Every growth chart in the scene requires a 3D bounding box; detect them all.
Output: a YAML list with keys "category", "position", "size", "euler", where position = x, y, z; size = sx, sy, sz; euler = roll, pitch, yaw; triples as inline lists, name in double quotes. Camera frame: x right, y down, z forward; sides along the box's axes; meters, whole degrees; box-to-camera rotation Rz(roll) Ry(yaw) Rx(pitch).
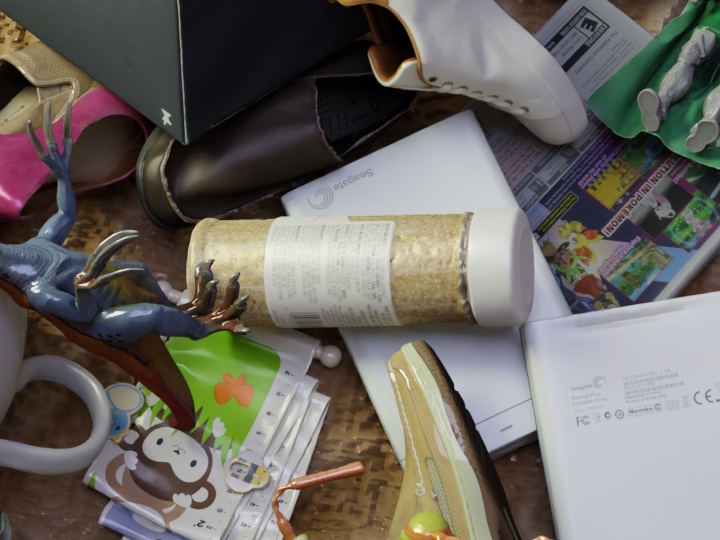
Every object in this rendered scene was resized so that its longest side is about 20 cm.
- category: "growth chart"
  position: [-0.092, 0.108, 1.330]
  size: [0.143, 0.018, 0.201]
  euler: [13, 65, 5]

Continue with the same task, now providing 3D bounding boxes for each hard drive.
- category: "hard drive"
  position: [0.050, 0.017, 1.353]
  size: [0.131, 0.027, 0.201]
  euler: [-24, 72, -2]
- category: "hard drive"
  position: [0.173, 0.120, 1.298]
  size: [0.131, 0.025, 0.202]
  euler: [-9, 82, -6]

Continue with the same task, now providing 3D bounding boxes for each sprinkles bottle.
- category: "sprinkles bottle"
  position: [0.000, 0.000, 1.309]
  size: [0.198, 0.068, 0.069]
  euler: [-1, 65, 15]

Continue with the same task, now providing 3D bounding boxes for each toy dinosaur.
- category: "toy dinosaur"
  position: [-0.155, 0.019, 1.218]
  size: [0.180, 0.202, 0.105]
  euler: [0, 23, -23]

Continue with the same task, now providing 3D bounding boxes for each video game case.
- category: "video game case"
  position: [0.148, -0.061, 1.410]
  size: [0.182, 0.023, 0.200]
  euler: [39, 69, 15]

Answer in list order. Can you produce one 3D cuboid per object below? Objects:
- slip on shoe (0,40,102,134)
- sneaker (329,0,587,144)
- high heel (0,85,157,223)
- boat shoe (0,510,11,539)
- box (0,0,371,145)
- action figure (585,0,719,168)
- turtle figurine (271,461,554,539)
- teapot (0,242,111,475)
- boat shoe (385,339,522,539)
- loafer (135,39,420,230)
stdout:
- category: "slip on shoe"
  position: [-0.198, -0.114, 1.391]
  size: [0.200, 0.061, 0.076]
  euler: [-46, 49, -15]
- category: "sneaker"
  position: [0.054, -0.127, 1.350]
  size: [0.200, 0.073, 0.085]
  euler: [42, 80, -29]
- category: "high heel"
  position: [-0.159, -0.063, 1.328]
  size: [0.096, 0.068, 0.199]
  euler: [34, 23, 35]
- category: "boat shoe"
  position: [-0.216, 0.168, 1.265]
  size: [0.199, 0.072, 0.071]
  euler: [25, 87, -2]
- category: "box"
  position: [-0.099, -0.209, 1.366]
  size: [0.198, 0.124, 0.199]
  euler: [-35, 54, -30]
- category: "action figure"
  position: [0.237, -0.150, 1.421]
  size: [0.117, 0.055, 0.200]
  euler: [27, 51, 10]
- category: "turtle figurine"
  position: [0.036, 0.200, 1.221]
  size: [0.198, 0.064, 0.163]
  euler: [11, 100, 9]
- category: "teapot"
  position: [-0.260, 0.028, 1.290]
  size: [0.196, 0.202, 0.146]
  euler: [-4, 18, 35]
- category: "boat shoe"
  position: [0.046, 0.142, 1.274]
  size: [0.076, 0.072, 0.201]
  euler: [-23, 83, 9]
- category: "loafer"
  position: [-0.047, -0.088, 1.366]
  size: [0.199, 0.071, 0.073]
  euler: [-32, 109, -23]
